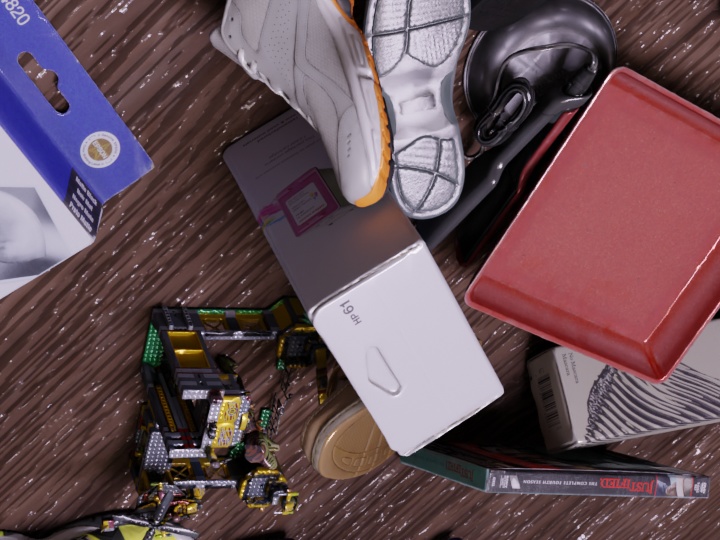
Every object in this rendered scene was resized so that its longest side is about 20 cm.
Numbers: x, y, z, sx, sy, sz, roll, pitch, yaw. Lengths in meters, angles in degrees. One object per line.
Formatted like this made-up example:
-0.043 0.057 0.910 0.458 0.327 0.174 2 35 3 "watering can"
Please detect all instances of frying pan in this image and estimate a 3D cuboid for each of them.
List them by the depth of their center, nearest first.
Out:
0.130 -0.106 1.089 0.115 0.031 0.190 -12 124 -11 "frying pan"

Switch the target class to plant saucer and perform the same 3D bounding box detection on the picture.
0.196 -0.033 1.112 0.199 0.037 0.200 22 111 -28 "plant saucer"

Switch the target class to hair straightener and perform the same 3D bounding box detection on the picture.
0.092 -0.083 1.053 0.077 0.041 0.200 17 133 -26 "hair straightener"

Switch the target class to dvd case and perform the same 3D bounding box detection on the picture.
0.151 0.156 1.209 0.200 0.146 0.022 4 90 -25 "dvd case"

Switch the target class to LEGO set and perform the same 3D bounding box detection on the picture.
-0.091 0.119 1.096 0.153 0.116 0.200 10 119 -27 "LEGO set"

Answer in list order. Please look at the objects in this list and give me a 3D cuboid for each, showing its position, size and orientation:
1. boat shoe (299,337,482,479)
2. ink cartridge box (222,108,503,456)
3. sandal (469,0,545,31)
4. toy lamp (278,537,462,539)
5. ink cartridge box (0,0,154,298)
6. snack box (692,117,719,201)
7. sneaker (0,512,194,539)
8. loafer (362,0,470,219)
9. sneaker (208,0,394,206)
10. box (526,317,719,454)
0.010 0.084 1.091 0.200 0.069 0.074 -26 140 -53 "boat shoe"
0.000 0.000 0.997 0.085 0.200 0.145 -31 129 1 "ink cartridge box"
0.142 -0.200 0.961 0.075 0.045 0.200 0 151 -43 "sandal"
-0.007 0.246 1.257 0.200 0.058 0.058 2 122 -23 "toy lamp"
-0.255 -0.069 0.950 0.200 0.041 0.200 -33 129 2 "ink cartridge box"
0.320 -0.052 1.193 0.200 0.037 0.116 6 119 -25 "snack box"
-0.218 0.236 1.153 0.200 0.076 0.076 -8 124 -18 "sneaker"
0.030 -0.135 1.009 0.072 0.063 0.200 -8 114 -14 "loafer"
-0.039 -0.126 0.928 0.092 0.200 0.076 -17 165 3 "sneaker"
0.240 0.088 1.218 0.200 0.082 0.068 -10 168 -16 "box"
